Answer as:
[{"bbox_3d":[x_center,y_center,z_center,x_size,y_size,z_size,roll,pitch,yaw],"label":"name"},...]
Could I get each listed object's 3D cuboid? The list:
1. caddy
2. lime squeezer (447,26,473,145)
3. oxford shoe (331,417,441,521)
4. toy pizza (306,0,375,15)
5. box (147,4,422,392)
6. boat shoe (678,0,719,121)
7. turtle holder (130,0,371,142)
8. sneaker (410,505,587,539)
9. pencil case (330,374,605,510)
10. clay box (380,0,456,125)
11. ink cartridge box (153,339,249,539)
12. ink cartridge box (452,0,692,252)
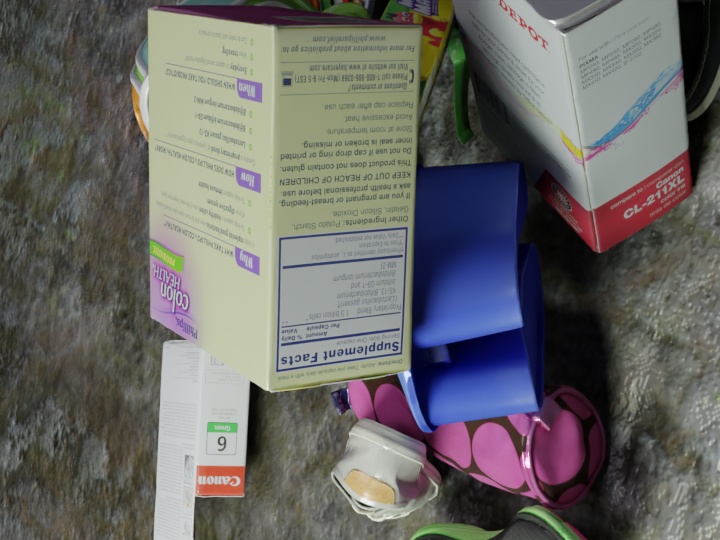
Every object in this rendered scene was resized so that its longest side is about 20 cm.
[{"bbox_3d":[0.060,0.013,0.915,0.200,0.104,0.142,-77,-21,-56],"label":"caddy"},{"bbox_3d":[0.052,-0.162,1.093,0.071,0.038,0.200,-55,42,8],"label":"lime squeezer"},{"bbox_3d":[0.016,0.149,1.004,0.075,0.200,0.058,21,79,10],"label":"oxford shoe"},{"bbox_3d":[-0.038,-0.239,1.076,0.200,0.031,0.202,179,90,-66],"label":"toy pizza"},{"bbox_3d":[-0.050,-0.052,0.840,0.176,0.096,0.202,21,113,57],"label":"box"},{"bbox_3d":[0.202,-0.198,0.909,0.072,0.067,0.202,8,95,47],"label":"boat shoe"},{"bbox_3d":[-0.076,-0.129,0.999,0.184,0.132,0.142,9,110,16],"label":"turtle holder"},{"bbox_3d":[0.093,0.215,0.961,0.200,0.077,0.084,-27,23,53],"label":"sneaker"},{"bbox_3d":[0.076,0.098,0.995,0.199,0.091,0.094,15,131,46],"label":"pencil case"},{"bbox_3d":[0.027,-0.131,0.945,0.200,0.047,0.115,-71,-1,-55],"label":"clay box"},{"bbox_3d":[-0.143,0.164,1.265,0.109,0.050,0.202,-5,82,63],"label":"ink cartridge box"},{"bbox_3d":[0.130,-0.133,0.883,0.082,0.201,0.146,-30,51,-8],"label":"ink cartridge box"}]
